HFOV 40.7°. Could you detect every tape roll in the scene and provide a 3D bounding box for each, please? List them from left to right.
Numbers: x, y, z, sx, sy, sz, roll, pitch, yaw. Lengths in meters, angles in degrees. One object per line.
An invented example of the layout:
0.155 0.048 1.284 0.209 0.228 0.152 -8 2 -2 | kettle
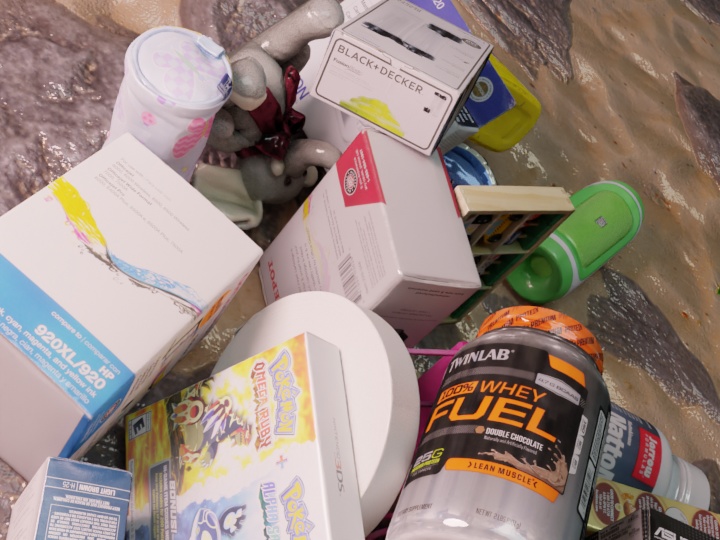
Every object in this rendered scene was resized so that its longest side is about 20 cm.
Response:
-0.046 0.114 0.721 0.037 0.203 0.203 28 43 -44 | tape roll

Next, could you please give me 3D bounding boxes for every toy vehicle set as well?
0.090 -0.008 0.894 0.124 0.200 0.027 -3 59 -33 | toy vehicle set

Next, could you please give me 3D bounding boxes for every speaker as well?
0.244 -0.036 1.093 0.088 0.088 0.200 50 47 8 | speaker

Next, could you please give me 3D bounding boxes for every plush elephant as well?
-0.087 -0.128 0.908 0.155 0.200 0.165 55 42 -19 | plush elephant

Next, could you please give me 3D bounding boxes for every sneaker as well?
0.065 -0.113 1.049 0.089 0.079 0.200 -32 70 -36 | sneaker

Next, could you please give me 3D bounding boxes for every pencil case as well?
-0.169 -0.106 0.799 0.083 0.200 0.091 27 48 -8 | pencil case

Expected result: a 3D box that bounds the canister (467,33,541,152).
0.099 -0.233 1.091 0.148 0.087 0.200 17 31 -51 | canister

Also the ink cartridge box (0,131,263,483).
-0.201 0.027 0.717 0.145 0.147 0.200 41 47 0 | ink cartridge box

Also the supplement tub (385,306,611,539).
0.102 0.128 0.666 0.122 0.123 0.200 33 49 -9 | supplement tub

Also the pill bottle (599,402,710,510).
0.214 0.179 0.894 0.200 0.120 0.120 28 47 -12 | pill bottle

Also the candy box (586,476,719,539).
0.192 0.227 0.820 0.200 0.115 0.055 18 48 -4 | candy box

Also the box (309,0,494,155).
0.042 -0.179 0.855 0.117 0.060 0.200 27 27 2 | box

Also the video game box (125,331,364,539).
-0.085 0.166 0.669 0.047 0.182 0.200 35 38 -48 | video game box

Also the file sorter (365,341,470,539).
0.029 0.175 0.765 0.125 0.139 0.200 4 57 -29 | file sorter

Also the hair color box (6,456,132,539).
-0.196 0.231 0.606 0.060 0.100 0.200 17 51 -23 | hair color box

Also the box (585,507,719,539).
0.242 0.277 0.786 0.193 0.200 0.048 24 48 -15 | box

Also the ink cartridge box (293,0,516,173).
0.026 -0.194 0.997 0.200 0.200 0.041 61 15 18 | ink cartridge box

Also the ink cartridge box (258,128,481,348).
0.000 0.000 0.829 0.086 0.200 0.148 5 56 -31 | ink cartridge box
